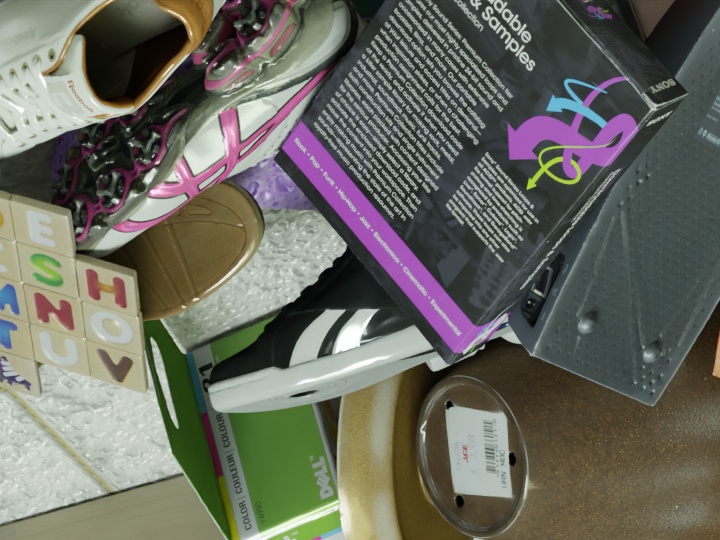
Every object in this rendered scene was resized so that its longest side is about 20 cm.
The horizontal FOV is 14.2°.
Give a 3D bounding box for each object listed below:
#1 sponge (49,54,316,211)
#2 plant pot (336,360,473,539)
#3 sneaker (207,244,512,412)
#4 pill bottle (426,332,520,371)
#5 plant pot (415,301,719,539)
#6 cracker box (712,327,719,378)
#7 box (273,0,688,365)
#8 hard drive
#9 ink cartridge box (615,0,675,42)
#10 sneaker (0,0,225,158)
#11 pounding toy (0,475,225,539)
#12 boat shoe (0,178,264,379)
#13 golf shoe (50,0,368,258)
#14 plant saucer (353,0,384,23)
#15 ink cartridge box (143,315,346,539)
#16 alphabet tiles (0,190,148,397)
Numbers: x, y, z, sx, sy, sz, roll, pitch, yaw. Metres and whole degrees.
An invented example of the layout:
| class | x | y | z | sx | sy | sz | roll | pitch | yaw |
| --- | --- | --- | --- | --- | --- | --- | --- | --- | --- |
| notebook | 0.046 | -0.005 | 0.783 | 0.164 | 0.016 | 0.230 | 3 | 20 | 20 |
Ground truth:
| class | x | y | z | sx | sy | sz | roll | pitch | yaw |
| --- | --- | --- | --- | --- | --- | --- | --- | --- | --- |
| sponge | -0.060 | -0.081 | 1.557 | 0.199 | 0.030 | 0.112 | 2 | 137 | -24 |
| plant pot | 0.037 | 0.104 | 1.690 | 0.027 | 0.201 | 0.200 | 0 | 148 | 23 |
| sneaker | 0.000 | 0.000 | 1.529 | 0.199 | 0.113 | 0.073 | -19 | 168 | 23 |
| pill bottle | 0.108 | -0.029 | 1.603 | 0.199 | 0.115 | 0.115 | -26 | 142 | -3 |
| plant pot | 0.135 | 0.089 | 1.671 | 0.199 | 0.187 | 0.187 | -10 | 145 | -41 |
| cracker box | 0.264 | -0.042 | 1.615 | 0.057 | 0.200 | 0.134 | 22 | 143 | 17 |
| box | 0.055 | -0.069 | 1.405 | 0.036 | 0.143 | 0.200 | -25 | 159 | -46 |
| hard drive | 0.156 | -0.038 | 1.468 | 0.135 | 0.042 | 0.201 | 23 | 97 | -51 |
| ink cartridge box | 0.231 | -0.169 | 1.478 | 0.199 | 0.045 | 0.176 | -21 | -176 | 3 |
| sneaker | -0.153 | -0.100 | 1.431 | 0.199 | 0.085 | 0.073 | -31 | 116 | 28 |
| pounding toy | -0.151 | 0.255 | 1.831 | 0.199 | 0.143 | 0.185 | -16 | 141 | -5 |
| boat shoe | -0.129 | -0.003 | 1.580 | 0.199 | 0.072 | 0.072 | -29 | -176 | 29 |
| golf shoe | -0.075 | -0.070 | 1.478 | 0.200 | 0.073 | 0.092 | -43 | 134 | 20 |
| plant saucer | -0.041 | -0.155 | 1.487 | 0.199 | 0.019 | 0.070 | -1 | 139 | -23 |
| ink cartridge box | -0.057 | 0.090 | 1.667 | 0.075 | 0.148 | 0.200 | -22 | 142 | 6 |
| alphabet tiles | -0.207 | 0.007 | 1.530 | 0.199 | 0.008 | 0.168 | 16 | 142 | 14 |
